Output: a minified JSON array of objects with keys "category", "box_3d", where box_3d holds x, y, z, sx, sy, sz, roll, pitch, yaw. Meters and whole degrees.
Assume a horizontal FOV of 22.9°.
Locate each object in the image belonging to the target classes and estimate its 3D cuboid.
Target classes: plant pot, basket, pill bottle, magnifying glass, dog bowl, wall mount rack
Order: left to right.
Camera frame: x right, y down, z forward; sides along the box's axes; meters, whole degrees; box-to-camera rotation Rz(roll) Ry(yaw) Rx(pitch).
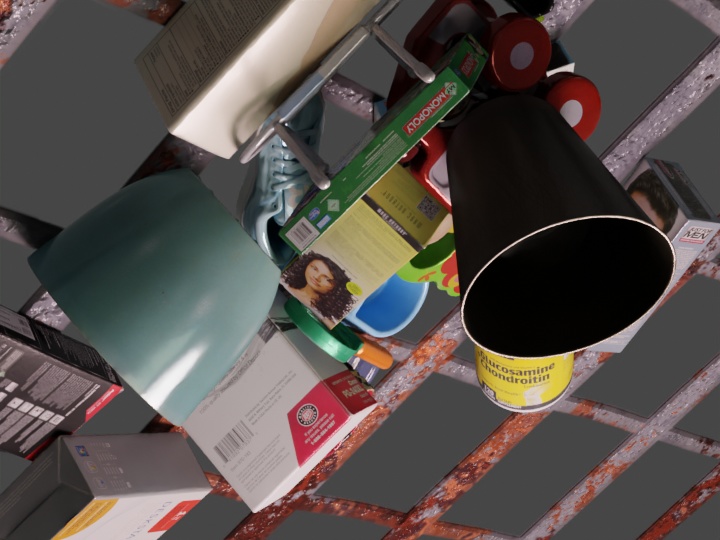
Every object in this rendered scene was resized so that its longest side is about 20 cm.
[{"category":"plant pot","box_3d":[-0.167,0.008,1.568,0.161,0.201,0.201,-43,145,-3]},{"category":"magnifying glass","box_3d":[-0.016,0.067,1.734,0.022,0.080,0.200,-47,154,8]},{"category":"wall mount rack","box_3d":[-0.009,-0.138,1.442,0.200,0.075,0.174,-46,-177,4]},{"category":"dog bowl","box_3d":[0.000,0.000,1.761,0.112,0.049,0.200,-56,143,-1]},{"category":"pill bottle","box_3d":[0.177,0.057,1.936,0.111,0.113,0.201,-23,144,-10]},{"category":"basket","box_3d":[0.145,-0.046,1.484,0.178,0.201,0.137,-18,129,0]}]

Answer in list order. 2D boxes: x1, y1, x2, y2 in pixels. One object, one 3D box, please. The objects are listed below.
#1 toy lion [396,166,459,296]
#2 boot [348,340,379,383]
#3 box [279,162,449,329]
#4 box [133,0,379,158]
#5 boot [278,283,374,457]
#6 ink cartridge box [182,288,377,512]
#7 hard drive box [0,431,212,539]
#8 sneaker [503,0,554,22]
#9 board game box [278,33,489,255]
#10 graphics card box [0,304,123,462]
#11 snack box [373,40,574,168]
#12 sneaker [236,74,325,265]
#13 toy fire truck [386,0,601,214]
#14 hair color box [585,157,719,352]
[{"category":"toy lion","box_3d":[0.111,-0.038,1.750,0.198,0.069,0.193,-18,147,-21]},{"category":"boot","box_3d":[-0.059,0.145,1.904,0.090,0.073,0.200,20,121,-41]},{"category":"box","box_3d":[-0.001,-0.020,1.581,0.050,0.075,0.200,-50,-177,-35]},{"category":"box","box_3d":[-0.085,-0.198,1.455,0.200,0.095,0.077,-43,143,20]},{"category":"boot","box_3d":[-0.081,0.130,1.798,0.201,0.151,0.073,-54,159,25]},{"category":"ink cartridge box","box_3d":[-0.105,0.104,1.709,0.145,0.200,0.083,-44,170,19]},{"category":"hard drive box","box_3d":[-0.273,0.241,1.821,0.156,0.077,0.199,-43,158,22]},{"category":"sneaker","box_3d":[0.138,-0.290,1.511,0.071,0.083,0.201,-28,145,-4]},{"category":"board game box","box_3d":[0.021,-0.107,1.476,0.200,0.029,0.135,-43,-174,21]},{"category":"graphics card box","box_3d":[-0.334,0.105,1.678,0.125,0.051,0.200,-40,145,14]},{"category":"snack box","box_3d":[0.108,-0.140,1.710,0.198,0.037,0.117,-20,143,-16]},{"category":"sneaker","box_3d":[-0.060,-0.087,1.614,0.073,0.082,0.201,-15,143,-23]},{"category":"toy fire truck","box_3d":[0.104,-0.140,1.584,0.168,0.112,0.200,-51,125,-4]},{"category":"hair color box","box_3d":[0.297,-0.015,1.946,0.060,0.099,0.201,6,131,-39]}]
